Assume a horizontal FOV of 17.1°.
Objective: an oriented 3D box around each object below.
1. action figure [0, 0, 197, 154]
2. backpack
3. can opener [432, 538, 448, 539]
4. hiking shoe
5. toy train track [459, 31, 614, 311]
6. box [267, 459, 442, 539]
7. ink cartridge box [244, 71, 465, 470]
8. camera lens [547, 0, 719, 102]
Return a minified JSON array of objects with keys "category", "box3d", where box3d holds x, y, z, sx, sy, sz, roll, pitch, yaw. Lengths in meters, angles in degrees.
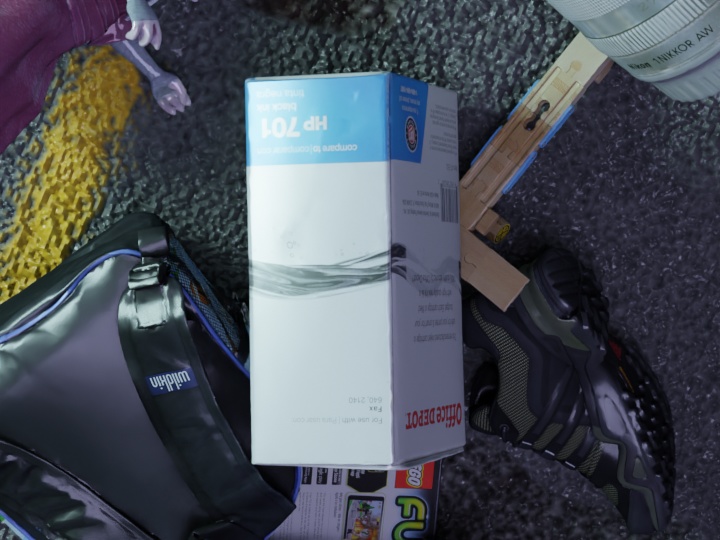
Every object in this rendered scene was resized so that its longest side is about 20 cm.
[{"category":"action figure","box3d":[-0.162,-0.143,1.274,0.200,0.134,0.149,-37,77,-22]},{"category":"backpack","box3d":[-0.128,0.084,1.328,0.200,0.154,0.191,-34,104,14]},{"category":"can opener","box3d":[-0.011,0.189,1.389,0.199,0.063,0.079,9,109,-11]},{"category":"hiking shoe","box3d":[0.117,0.078,1.407,0.100,0.076,0.201,-17,118,23]},{"category":"toy train track","box3d":[0.077,-0.051,1.360,0.115,0.033,0.200,40,94,21]},{"category":"box","box3d":[-0.013,0.188,1.441,0.109,0.035,0.201,2,110,-8]},{"category":"ink cartridge box","box3d":[0.000,0.000,1.275,0.085,0.146,0.201,0,90,16]},{"category":"camera lens","box3d":[0.144,-0.206,1.248,0.200,0.160,0.160,41,101,-19]}]
